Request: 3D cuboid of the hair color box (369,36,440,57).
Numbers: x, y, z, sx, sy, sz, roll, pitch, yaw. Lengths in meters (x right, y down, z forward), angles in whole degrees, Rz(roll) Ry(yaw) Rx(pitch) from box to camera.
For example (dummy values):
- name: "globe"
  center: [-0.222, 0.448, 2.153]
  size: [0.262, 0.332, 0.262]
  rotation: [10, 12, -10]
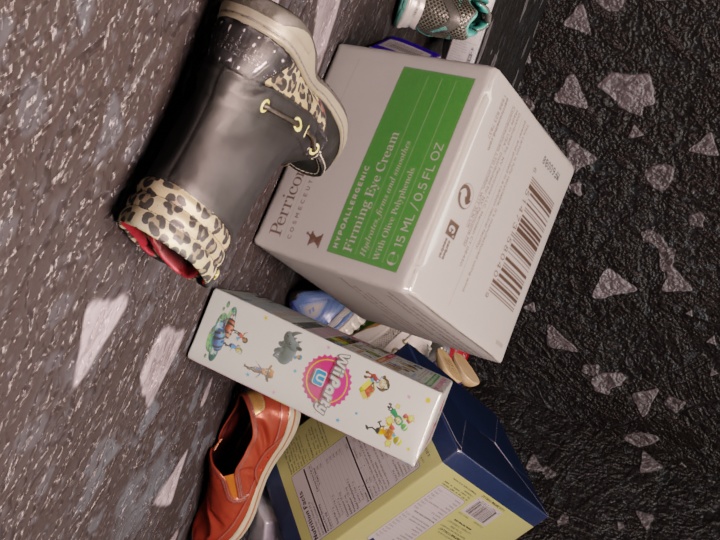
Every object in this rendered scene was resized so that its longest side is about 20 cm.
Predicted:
- name: "hair color box"
  center: [0.017, -0.131, 1.120]
  size: [0.109, 0.064, 0.203]
  rotation: [-50, 161, -68]

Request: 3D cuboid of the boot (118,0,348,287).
- name: "boot"
  center: [-0.076, -0.063, 0.675]
  size: [0.156, 0.072, 0.204]
  rotation: [-64, 167, -11]

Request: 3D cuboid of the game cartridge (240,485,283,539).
- name: "game cartridge"
  center: [-0.123, 0.302, 1.130]
  size: [0.134, 0.040, 0.203]
  rotation: [57, -43, 50]

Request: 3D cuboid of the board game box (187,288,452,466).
- name: "board game box"
  center: [-0.027, 0.084, 0.899]
  size: [0.147, 0.197, 0.065]
  rotation: [14, 98, -81]

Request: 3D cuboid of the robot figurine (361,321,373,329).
- name: "robot figurine"
  center: [0.019, 0.035, 1.328]
  size: [0.176, 0.115, 0.200]
  rotation: [-53, 173, -21]

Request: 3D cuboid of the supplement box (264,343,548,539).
- name: "supplement box"
  center: [0.042, 0.217, 1.080]
  size: [0.199, 0.135, 0.200]
  rotation: [-37, 136, 12]

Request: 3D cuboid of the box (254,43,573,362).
- name: "box"
  center: [0.053, -0.058, 0.952]
  size: [0.199, 0.169, 0.202]
  rotation: [35, 75, -52]

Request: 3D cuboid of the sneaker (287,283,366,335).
- name: "sneaker"
  center: [0.000, 0.000, 1.165]
  size: [0.199, 0.090, 0.078]
  rotation: [-39, -172, -36]

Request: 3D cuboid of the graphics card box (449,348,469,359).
- name: "graphics card box"
  center: [0.055, 0.080, 1.430]
  size: [0.127, 0.197, 0.051]
  rotation: [-65, 145, -30]

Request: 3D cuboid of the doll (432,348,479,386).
- name: "doll"
  center: [0.031, 0.163, 1.161]
  size: [0.200, 0.049, 0.136]
  rotation: [-44, 150, 19]

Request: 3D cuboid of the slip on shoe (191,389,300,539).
- name: "slip on shoe"
  center: [-0.125, 0.194, 1.052]
  size: [0.202, 0.060, 0.074]
  rotation: [-62, -141, 23]

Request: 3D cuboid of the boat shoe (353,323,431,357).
- name: "boat shoe"
  center: [0.045, 0.085, 1.186]
  size: [0.199, 0.069, 0.071]
  rotation: [-31, 158, -41]

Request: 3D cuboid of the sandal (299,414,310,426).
- name: "sandal"
  center: [-0.084, 0.147, 1.121]
  size: [0.057, 0.078, 0.205]
  rotation: [-45, 142, -62]

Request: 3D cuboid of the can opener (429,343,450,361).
- name: "can opener"
  center: [0.020, 0.134, 1.318]
  size: [0.198, 0.067, 0.053]
  rotation: [-28, 169, 6]

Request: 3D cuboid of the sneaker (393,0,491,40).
- name: "sneaker"
  center: [0.101, -0.284, 1.172]
  size: [0.200, 0.090, 0.079]
  rotation: [-53, 164, -61]

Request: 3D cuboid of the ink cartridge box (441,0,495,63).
- name: "ink cartridge box"
  center: [0.149, -0.355, 1.345]
  size: [0.200, 0.040, 0.203]
  rotation: [-78, -176, -63]
